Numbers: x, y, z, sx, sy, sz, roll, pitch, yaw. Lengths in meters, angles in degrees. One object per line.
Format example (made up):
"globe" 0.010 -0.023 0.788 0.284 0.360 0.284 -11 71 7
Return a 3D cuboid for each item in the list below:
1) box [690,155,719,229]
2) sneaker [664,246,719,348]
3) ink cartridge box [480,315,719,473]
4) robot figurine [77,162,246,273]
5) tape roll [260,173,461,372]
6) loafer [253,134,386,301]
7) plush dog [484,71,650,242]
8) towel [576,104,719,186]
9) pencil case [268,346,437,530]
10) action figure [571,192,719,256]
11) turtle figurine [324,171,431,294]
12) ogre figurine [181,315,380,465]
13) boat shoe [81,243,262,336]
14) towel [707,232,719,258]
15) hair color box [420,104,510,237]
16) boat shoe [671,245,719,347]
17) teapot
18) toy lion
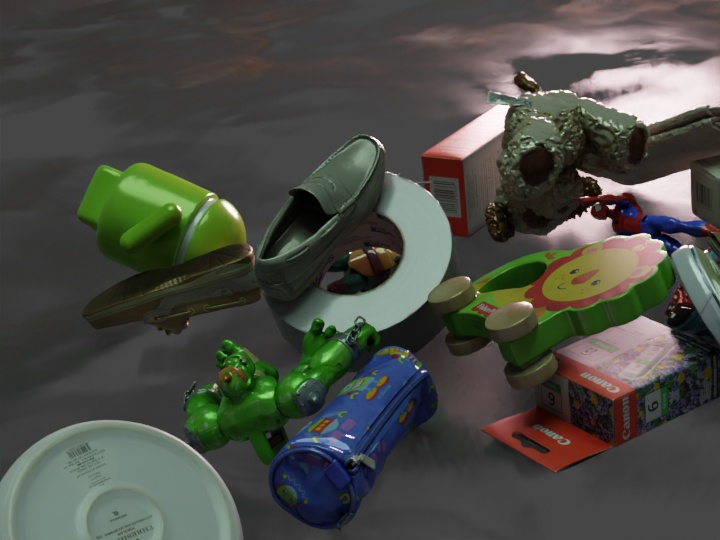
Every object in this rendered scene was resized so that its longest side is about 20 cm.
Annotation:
"box" 0.487 -0.104 1.704 0.198 0.069 0.082 -13 22 -12
"sneaker" 0.349 0.043 1.419 0.095 0.080 0.200 35 19 6
"ink cartridge box" 0.213 0.106 1.309 0.199 0.051 0.109 -19 26 -29
"robot figurine" -0.217 -0.047 1.664 0.198 0.117 0.176 24 -7 10
"tape roll" 0.000 0.000 1.481 0.198 0.066 0.202 -7 54 10
"loafer" -0.038 -0.061 1.449 0.069 0.070 0.201 20 63 25
"plush dog" 0.206 -0.116 1.683 0.198 0.173 0.161 -15 43 -30
"towel" 0.361 -0.147 1.740 0.199 0.035 0.132 -17 -19 39
"pencil case" 0.000 0.139 1.253 0.086 0.078 0.200 -27 9 35
"action figure" 0.305 -0.039 1.605 0.098 0.066 0.199 -10 21 -31
"turtle figurine" 0.013 -0.016 1.587 0.198 0.101 0.150 -23 41 -15
"ogre figurine" -0.082 0.108 1.325 0.198 0.099 0.120 -3 23 14
"boat shoe" -0.199 0.034 1.576 0.198 0.067 0.074 -17 22 11
"towel" 0.422 0.030 1.366 0.145 0.022 0.201 6 32 -20
"hair color box" 0.151 -0.124 1.806 0.061 0.103 0.200 9 26 32
"boat shoe" 0.339 0.055 1.266 0.062 0.072 0.201 -35 65 11
"teapot" -0.187 0.217 1.051 0.198 0.146 0.199 19 47 -11
"toy lion" 0.182 0.021 1.347 0.191 0.069 0.200 -31 20 -15
